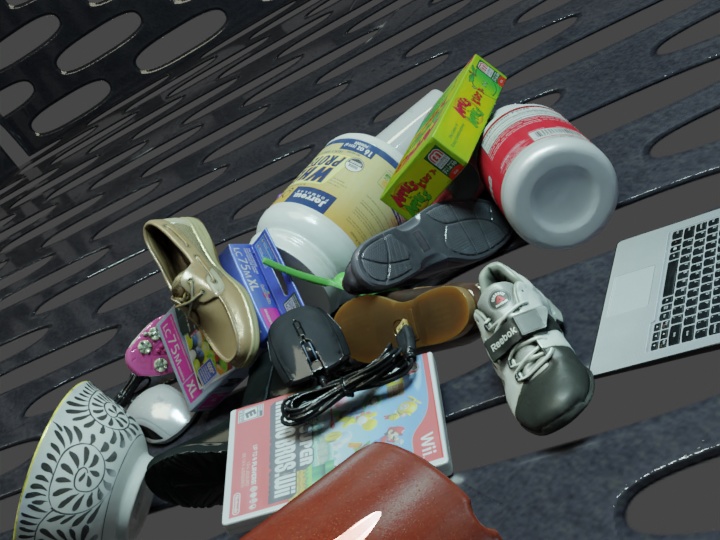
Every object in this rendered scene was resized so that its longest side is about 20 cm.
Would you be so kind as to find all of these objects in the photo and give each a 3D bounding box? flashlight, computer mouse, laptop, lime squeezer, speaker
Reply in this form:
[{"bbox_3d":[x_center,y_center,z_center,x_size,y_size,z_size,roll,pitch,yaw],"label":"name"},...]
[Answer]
[{"bbox_3d":[0.085,-0.070,1.237,0.068,0.068,0.200,-11,32,52],"label":"flashlight"},{"bbox_3d":[-0.261,0.162,1.308,0.110,0.044,0.200,-47,25,-28],"label":"computer mouse"},{"bbox_3d":[0.260,-0.036,0.859,0.200,0.116,0.187,-20,27,34],"label":"laptop"},{"bbox_3d":[-0.024,0.063,1.023,0.140,0.046,0.200,-23,22,0],"label":"computer mouse"},{"bbox_3d":[0.000,0.000,1.145,0.199,0.071,0.038,-12,26,-6],"label":"lime squeezer"},{"bbox_3d":[0.048,-0.150,1.427,0.200,0.081,0.081,-41,23,-12],"label":"speaker"}]

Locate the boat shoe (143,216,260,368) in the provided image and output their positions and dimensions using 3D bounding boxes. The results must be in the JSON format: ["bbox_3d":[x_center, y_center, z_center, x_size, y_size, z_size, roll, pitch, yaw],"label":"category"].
[{"bbox_3d":[-0.173,0.024,1.146,0.071,0.064,0.200,-55,54,30],"label":"boat shoe"}]

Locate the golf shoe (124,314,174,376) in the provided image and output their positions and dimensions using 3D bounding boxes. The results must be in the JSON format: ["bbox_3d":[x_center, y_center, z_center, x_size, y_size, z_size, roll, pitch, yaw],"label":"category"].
[{"bbox_3d":[-0.219,0.077,1.380,0.200,0.075,0.091,-33,6,-32],"label":"golf shoe"}]

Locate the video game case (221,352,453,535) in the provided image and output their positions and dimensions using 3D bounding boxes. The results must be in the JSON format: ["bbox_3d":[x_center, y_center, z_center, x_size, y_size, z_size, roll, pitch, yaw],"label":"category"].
[{"bbox_3d":[-0.023,0.149,0.948,0.200,0.017,0.143,-17,34,9],"label":"video game case"}]

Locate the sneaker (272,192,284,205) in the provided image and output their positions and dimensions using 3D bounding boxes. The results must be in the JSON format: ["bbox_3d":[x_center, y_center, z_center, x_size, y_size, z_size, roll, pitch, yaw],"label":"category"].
[{"bbox_3d":[-0.090,-0.044,1.409,0.080,0.089,0.200,-25,26,21],"label":"sneaker"}]

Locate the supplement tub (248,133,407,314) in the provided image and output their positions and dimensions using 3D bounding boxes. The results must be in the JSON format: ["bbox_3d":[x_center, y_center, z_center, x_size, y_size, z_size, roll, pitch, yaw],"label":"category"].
[{"bbox_3d":[-0.031,-0.050,1.263,0.144,0.145,0.200,-7,36,49],"label":"supplement tub"}]

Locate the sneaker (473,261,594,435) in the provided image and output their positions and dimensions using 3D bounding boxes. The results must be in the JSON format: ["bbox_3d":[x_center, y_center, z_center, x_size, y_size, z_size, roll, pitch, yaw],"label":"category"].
[{"bbox_3d":[0.130,0.058,0.892,0.074,0.089,0.200,-38,22,12],"label":"sneaker"}]

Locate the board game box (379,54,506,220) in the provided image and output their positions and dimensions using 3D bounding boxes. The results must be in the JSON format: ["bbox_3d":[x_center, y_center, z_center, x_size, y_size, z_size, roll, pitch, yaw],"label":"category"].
[{"bbox_3d":[0.093,-0.147,1.178,0.102,0.048,0.200,-48,9,39],"label":"board game box"}]

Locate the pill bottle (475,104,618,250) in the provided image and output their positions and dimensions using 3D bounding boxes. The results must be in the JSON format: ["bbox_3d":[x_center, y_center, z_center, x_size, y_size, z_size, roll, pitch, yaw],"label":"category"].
[{"bbox_3d":[0.182,-0.106,1.111,0.112,0.112,0.200,-33,22,8],"label":"pill bottle"}]

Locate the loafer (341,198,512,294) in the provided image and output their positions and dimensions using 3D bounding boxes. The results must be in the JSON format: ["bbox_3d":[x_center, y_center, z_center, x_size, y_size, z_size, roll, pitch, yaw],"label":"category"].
[{"bbox_3d":[0.066,-0.023,1.118,0.200,0.072,0.063,-19,-11,-31],"label":"loafer"}]

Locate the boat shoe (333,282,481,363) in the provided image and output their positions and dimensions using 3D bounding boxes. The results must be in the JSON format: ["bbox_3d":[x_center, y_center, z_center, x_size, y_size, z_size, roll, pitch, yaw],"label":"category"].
[{"bbox_3d":[0.058,0.051,1.054,0.070,0.071,0.200,-5,-3,-43],"label":"boat shoe"}]

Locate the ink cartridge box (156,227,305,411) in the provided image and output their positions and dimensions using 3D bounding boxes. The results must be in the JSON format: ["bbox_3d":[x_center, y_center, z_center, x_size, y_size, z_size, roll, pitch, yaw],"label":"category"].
[{"bbox_3d":[-0.146,0.056,1.193,0.042,0.120,0.200,1,-35,-48],"label":"ink cartridge box"}]

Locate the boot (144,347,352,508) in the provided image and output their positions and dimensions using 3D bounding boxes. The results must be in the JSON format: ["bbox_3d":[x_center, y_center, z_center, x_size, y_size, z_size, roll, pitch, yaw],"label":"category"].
[{"bbox_3d":[-0.110,0.146,1.089,0.198,0.073,0.163,-20,29,19],"label":"boot"}]

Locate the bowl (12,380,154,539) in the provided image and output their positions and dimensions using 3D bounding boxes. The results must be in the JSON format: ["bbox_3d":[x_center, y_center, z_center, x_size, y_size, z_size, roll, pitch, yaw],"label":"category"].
[{"bbox_3d":[-0.262,0.221,1.088,0.094,0.201,0.201,15,37,4],"label":"bowl"}]

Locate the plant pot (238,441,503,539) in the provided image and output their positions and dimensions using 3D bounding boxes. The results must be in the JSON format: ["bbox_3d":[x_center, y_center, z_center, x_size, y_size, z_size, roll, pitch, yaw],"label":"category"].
[{"bbox_3d":[-0.014,0.223,0.670,0.195,0.201,0.201,-39,21,-27],"label":"plant pot"}]
